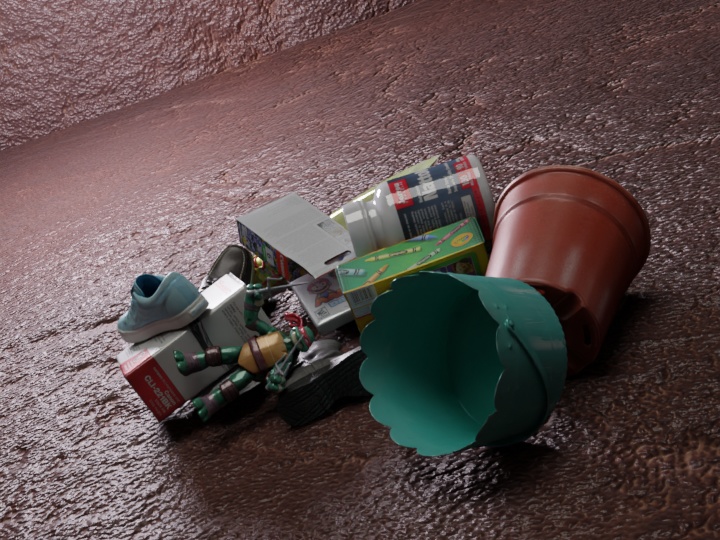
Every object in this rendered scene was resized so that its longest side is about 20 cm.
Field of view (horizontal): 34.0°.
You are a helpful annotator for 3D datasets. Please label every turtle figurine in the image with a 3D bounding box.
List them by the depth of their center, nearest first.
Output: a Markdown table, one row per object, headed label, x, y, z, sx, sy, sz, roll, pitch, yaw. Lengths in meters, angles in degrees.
| label | x | y | z | sx | sy | sz | roll | pitch | yaw |
| --- | --- | --- | --- | --- | --- | --- | --- | --- | --- |
| turtle figurine | -0.130 | 0.106 | 1.504 | 0.199 | 0.101 | 0.150 | -27 | 56 | -2 |

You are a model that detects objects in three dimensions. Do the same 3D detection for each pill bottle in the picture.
| label | x | y | z | sx | sy | sz | roll | pitch | yaw |
| --- | --- | --- | --- | --- | --- | --- | --- | --- | --- |
| pill bottle | 0.081 | -0.075 | 1.618 | 0.199 | 0.120 | 0.120 | -18 | 23 | 0 |

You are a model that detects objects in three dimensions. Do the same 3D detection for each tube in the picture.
| label | x | y | z | sx | sy | sz | roll | pitch | yaw |
| --- | --- | --- | --- | --- | --- | --- | --- | --- | --- |
| tube | 0.038 | -0.112 | 1.798 | 0.200 | 0.052 | 0.058 | -34 | 50 | 32 |

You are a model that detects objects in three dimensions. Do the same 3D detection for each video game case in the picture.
| label | x | y | z | sx | sy | sz | roll | pitch | yaw |
| --- | --- | --- | --- | --- | --- | --- | --- | --- | --- |
| video game case | 0.000 | 0.000 | 1.714 | 0.199 | 0.024 | 0.182 | -26 | 34 | -7 |

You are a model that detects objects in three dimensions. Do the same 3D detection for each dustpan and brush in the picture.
| label | x | y | z | sx | sy | sz | roll | pitch | yaw |
| --- | --- | --- | --- | --- | --- | --- | --- | --- | --- |
| dustpan and brush | -0.152 | 0.137 | 1.629 | 0.200 | 0.057 | 0.139 | -42 | 18 | -28 |

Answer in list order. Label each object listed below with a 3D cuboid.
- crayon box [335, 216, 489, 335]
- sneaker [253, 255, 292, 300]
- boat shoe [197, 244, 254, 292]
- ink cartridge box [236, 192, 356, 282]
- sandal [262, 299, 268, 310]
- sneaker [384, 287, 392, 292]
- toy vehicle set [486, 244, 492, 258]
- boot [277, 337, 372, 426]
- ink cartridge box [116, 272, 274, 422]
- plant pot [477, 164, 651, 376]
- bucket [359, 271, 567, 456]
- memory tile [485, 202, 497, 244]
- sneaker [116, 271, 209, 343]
| label | x | y | z | sx | sy | sz | roll | pitch | yaw |
| --- | --- | --- | --- | --- | --- | --- | --- | --- | --- |
| crayon box | 0.079 | 0.019 | 1.580 | 0.199 | 0.119 | 0.058 | -20 | 43 | 2 |
| sneaker | -0.129 | -0.013 | 1.811 | 0.199 | 0.091 | 0.078 | -11 | 38 | -17 |
| boat shoe | -0.212 | 0.049 | 1.729 | 0.073 | 0.065 | 0.201 | 14 | 73 | 15 |
| ink cartridge box | -0.082 | -0.037 | 1.724 | 0.109 | 0.051 | 0.200 | -27 | 43 | -28 |
| sandal | -0.201 | 0.058 | 1.827 | 0.081 | 0.055 | 0.200 | -9 | 26 | 25 |
| sneaker | 0.122 | 0.060 | 1.525 | 0.198 | 0.084 | 0.074 | 1 | 29 | 4 |
| toy vehicle set | 0.235 | -0.046 | 1.700 | 0.124 | 0.027 | 0.200 | -3 | 23 | 36 |
| boot | -0.025 | 0.117 | 1.528 | 0.199 | 0.070 | 0.132 | -20 | 20 | 1 |
| ink cartridge box | -0.225 | 0.101 | 1.610 | 0.200 | 0.084 | 0.144 | -38 | 15 | -8 |
| plant pot | 0.231 | 0.011 | 1.409 | 0.200 | 0.202 | 0.196 | -7 | 34 | 30 |
| bucket | 0.113 | 0.097 | 1.265 | 0.134 | 0.209 | 0.206 | 0 | 4 | -43 |
| memory tile | 0.118 | -0.063 | 1.709 | 0.199 | 0.017 | 0.153 | 10 | 42 | 37 |
| sneaker | -0.281 | 0.040 | 1.595 | 0.199 | 0.082 | 0.074 | -19 | 21 | 46 |
